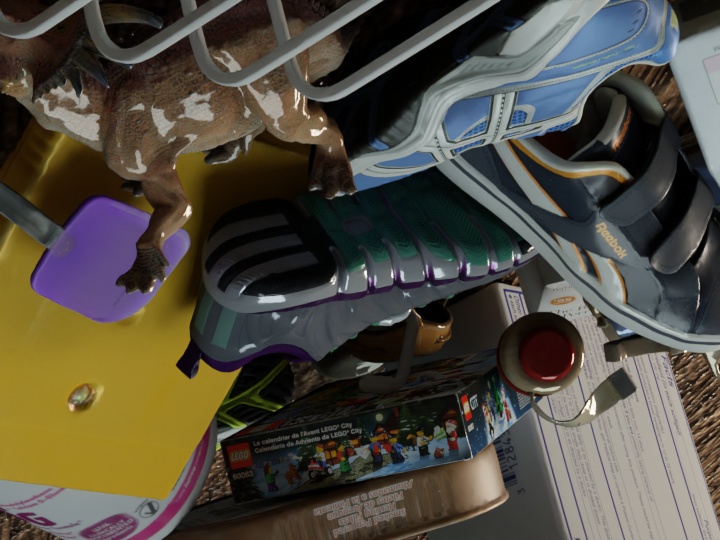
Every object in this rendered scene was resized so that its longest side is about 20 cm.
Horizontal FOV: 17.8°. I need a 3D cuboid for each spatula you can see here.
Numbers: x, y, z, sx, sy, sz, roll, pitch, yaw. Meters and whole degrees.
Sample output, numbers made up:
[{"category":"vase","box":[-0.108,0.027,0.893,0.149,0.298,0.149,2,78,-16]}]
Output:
[{"category":"spatula","box":[-0.163,-0.035,0.978,0.200,0.021,0.057,31,102,-27]}]

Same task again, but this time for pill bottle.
[{"category":"pill bottle","box":[-0.175,0.066,1.183,0.113,0.113,0.200,-24,145,25]}]

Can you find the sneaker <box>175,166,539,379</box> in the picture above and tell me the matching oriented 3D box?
[{"category":"sneaker","box":[0.000,0.000,1.112,0.200,0.074,0.088,-10,144,-34]}]

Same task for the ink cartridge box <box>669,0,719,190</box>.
[{"category":"ink cartridge box","box":[0.250,-0.065,1.112,0.162,0.057,0.200,-19,117,12]}]

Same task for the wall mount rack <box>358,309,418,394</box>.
[{"category":"wall mount rack","box":[-0.055,0.006,1.214,0.174,0.075,0.200,13,160,5]}]

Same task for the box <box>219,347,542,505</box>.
[{"category":"box","box":[0.017,0.084,1.310,0.137,0.038,0.200,-12,-177,16]}]

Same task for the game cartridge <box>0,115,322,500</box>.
[{"category":"game cartridge","box":[-0.116,0.013,1.081,0.176,0.032,0.200,14,110,-46]}]

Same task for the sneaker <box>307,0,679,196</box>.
[{"category":"sneaker","box":[0.053,-0.079,1.019,0.077,0.076,0.200,32,138,-29]}]

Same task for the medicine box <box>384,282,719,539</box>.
[{"category":"medicine box","box":[0.128,0.119,1.487,0.103,0.182,0.200,-27,157,32]}]

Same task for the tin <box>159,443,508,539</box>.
[{"category":"tin","box":[-0.015,0.132,1.267,0.200,0.042,0.112,-14,-173,-21]}]

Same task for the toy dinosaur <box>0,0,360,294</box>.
[{"category":"toy dinosaur","box":[-0.069,-0.084,0.949,0.200,0.086,0.136,-24,129,-25]}]

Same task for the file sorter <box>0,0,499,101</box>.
[{"category":"file sorter","box":[-0.050,-0.140,0.727,0.139,0.125,0.200,-29,157,35]}]

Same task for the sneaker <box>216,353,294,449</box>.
[{"category":"sneaker","box":[-0.139,0.097,1.393,0.200,0.075,0.076,-9,159,-13]}]

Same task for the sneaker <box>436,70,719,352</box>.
[{"category":"sneaker","box":[0.124,-0.036,1.099,0.200,0.078,0.079,34,140,-16]}]

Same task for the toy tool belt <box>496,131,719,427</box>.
[{"category":"toy tool belt","box":[0.165,0.001,1.241,0.200,0.125,0.123,-33,179,-5]}]

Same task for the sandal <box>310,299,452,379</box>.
[{"category":"sandal","box":[0.017,0.034,1.363,0.082,0.055,0.200,-7,159,-22]}]

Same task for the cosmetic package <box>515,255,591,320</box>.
[{"category":"cosmetic package","box":[0.194,-0.021,1.351,0.200,0.051,0.083,-14,160,-5]}]
